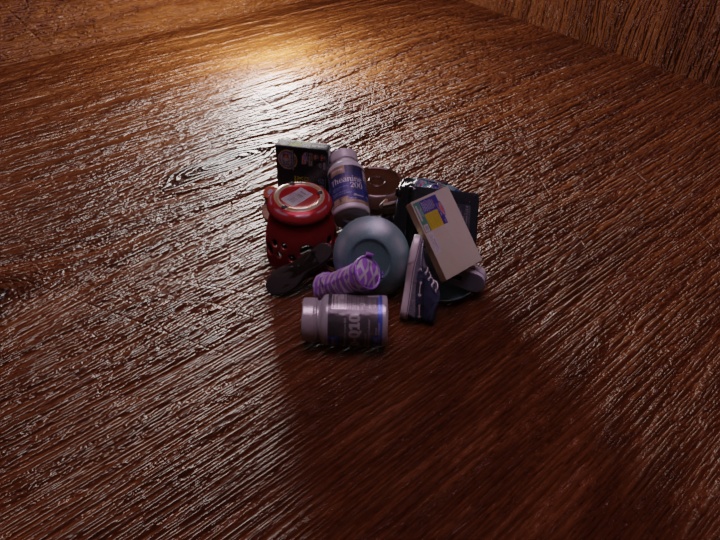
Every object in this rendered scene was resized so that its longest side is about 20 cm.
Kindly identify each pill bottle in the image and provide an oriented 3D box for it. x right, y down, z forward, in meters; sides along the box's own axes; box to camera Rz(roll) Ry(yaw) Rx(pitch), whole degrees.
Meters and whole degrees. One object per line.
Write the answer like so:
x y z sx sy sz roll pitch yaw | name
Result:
-0.036 -0.234 1.674 0.107 0.112 0.207 -4 64 -7 | pill bottle
-0.035 0.113 1.363 0.192 0.117 0.116 1 39 0 | pill bottle

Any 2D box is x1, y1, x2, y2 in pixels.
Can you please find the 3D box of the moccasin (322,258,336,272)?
0.000 -0.001 1.529 0.194 0.080 0.075 8 39 7 | moccasin

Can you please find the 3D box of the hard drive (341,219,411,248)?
0.049 -0.073 1.573 0.197 0.044 0.133 32 16 33 | hard drive

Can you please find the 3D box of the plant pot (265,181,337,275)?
-0.155 -0.116 1.583 0.192 0.187 0.204 2 40 -2 | plant pot

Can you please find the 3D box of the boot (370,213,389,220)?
0.063 -0.150 1.731 0.195 0.066 0.186 18 40 26 | boot

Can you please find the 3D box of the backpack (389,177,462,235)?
0.199 -0.152 1.616 0.195 0.184 0.149 10 4 -36 | backpack

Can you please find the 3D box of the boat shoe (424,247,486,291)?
0.228 -0.020 1.521 0.196 0.077 0.087 19 35 10 | boat shoe

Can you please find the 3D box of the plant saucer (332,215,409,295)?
0.025 -0.027 1.461 0.193 0.209 0.039 6 15 6 | plant saucer

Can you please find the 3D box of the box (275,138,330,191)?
-0.165 -0.275 1.755 0.154 0.205 0.045 8 37 7 | box

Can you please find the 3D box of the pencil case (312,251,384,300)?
-0.036 0.022 1.416 0.082 0.197 0.089 9 70 -38 | pencil case

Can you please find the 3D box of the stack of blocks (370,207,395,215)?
0.019 -0.222 1.812 0.192 0.060 0.117 -7 40 -11 | stack of blocks

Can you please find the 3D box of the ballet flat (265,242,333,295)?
-0.151 -0.004 1.507 0.197 0.046 0.068 -35 84 6 | ballet flat

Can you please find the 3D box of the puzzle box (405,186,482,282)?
0.203 -0.091 1.450 0.130 0.025 0.205 -24 87 -30 | puzzle box

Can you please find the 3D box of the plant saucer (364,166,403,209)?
0.049 -0.253 1.775 0.192 0.035 0.204 1 40 -1 | plant saucer

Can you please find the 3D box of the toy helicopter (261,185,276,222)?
-0.189 -0.175 1.730 0.192 0.080 0.136 -7 56 2 | toy helicopter

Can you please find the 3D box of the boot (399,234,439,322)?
0.151 0.021 1.429 0.087 0.207 0.073 9 15 4 | boot

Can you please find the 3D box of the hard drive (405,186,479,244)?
0.207 -0.131 1.518 0.193 0.145 0.033 3 2 -22 | hard drive

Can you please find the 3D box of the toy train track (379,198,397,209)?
0.134 -0.212 1.698 0.195 0.114 0.033 -17 79 -30 | toy train track

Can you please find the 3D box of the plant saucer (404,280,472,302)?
0.204 0.019 1.555 0.192 0.028 0.203 1 39 -1 | plant saucer
